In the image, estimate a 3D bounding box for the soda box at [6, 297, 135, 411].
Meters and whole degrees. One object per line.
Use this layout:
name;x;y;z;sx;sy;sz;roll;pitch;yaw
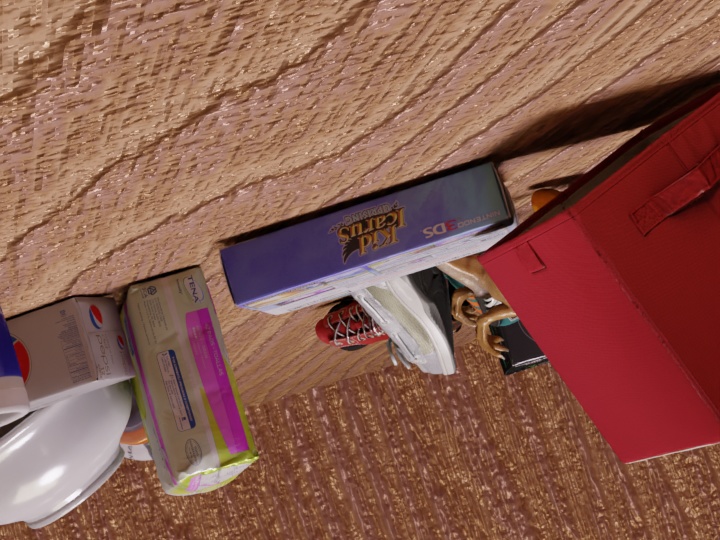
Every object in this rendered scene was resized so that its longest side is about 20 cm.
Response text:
soda box;-0.270;0.078;1.571;0.199;0.064;0.068;-18;174;19

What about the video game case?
video game case;0.012;-0.020;1.537;0.199;0.046;0.181;-18;176;5

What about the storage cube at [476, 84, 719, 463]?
storage cube;0.216;0.002;1.432;0.171;0.180;0.200;-37;-177;-20

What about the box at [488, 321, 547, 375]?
box;0.194;0.021;2.091;0.148;0.125;0.200;-17;174;0

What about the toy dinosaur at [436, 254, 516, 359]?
toy dinosaur;0.104;0.007;1.727;0.199;0.061;0.107;13;123;-20

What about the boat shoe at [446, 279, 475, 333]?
boat shoe;0.074;0.027;1.991;0.070;0.071;0.200;-8;173;14

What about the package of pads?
package of pads;-0.133;0.091;1.634;0.068;0.155;0.200;-16;175;-10

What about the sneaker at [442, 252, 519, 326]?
sneaker;0.118;0.005;1.843;0.071;0.080;0.200;-39;175;6

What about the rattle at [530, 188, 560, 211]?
rattle;0.172;0.018;1.791;0.143;0.130;0.200;-28;162;-46

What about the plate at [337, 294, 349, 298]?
plate;0.000;0.000;1.815;0.199;0.026;0.200;-16;174;-2

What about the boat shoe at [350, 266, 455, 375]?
boat shoe;0.033;0.028;1.738;0.064;0.075;0.202;-11;153;13

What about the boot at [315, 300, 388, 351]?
boot;0.011;0.051;2.141;0.144;0.073;0.200;-17;178;16

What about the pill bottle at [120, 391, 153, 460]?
pill bottle;-0.201;0.132;2.104;0.106;0.107;0.200;-17;175;9

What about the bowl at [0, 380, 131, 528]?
bowl;-0.250;0.139;1.697;0.201;0.091;0.201;-34;-168;8

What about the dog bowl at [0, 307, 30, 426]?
dog bowl;-0.315;0.079;1.364;0.199;0.079;0.200;-16;175;-2
